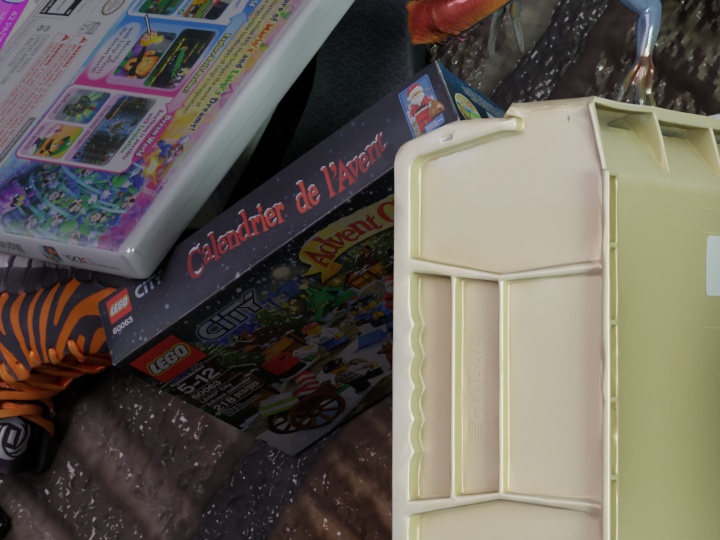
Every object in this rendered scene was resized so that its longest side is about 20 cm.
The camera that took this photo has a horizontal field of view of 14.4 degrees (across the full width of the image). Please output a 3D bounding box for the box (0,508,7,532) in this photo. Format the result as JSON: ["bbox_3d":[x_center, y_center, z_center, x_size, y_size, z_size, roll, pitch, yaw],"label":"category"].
[{"bbox_3d":[-0.301,0.063,1.451,0.050,0.198,0.200,-51,48,8],"label":"box"}]

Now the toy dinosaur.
[{"bbox_3d":[0.090,-0.151,1.255,0.105,0.181,0.201,5,95,34],"label":"toy dinosaur"}]

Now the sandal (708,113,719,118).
[{"bbox_3d":[0.112,0.015,1.256,0.202,0.050,0.083,-38,65,3],"label":"sandal"}]

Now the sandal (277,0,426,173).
[{"bbox_3d":[0.007,-0.076,1.387,0.076,0.043,0.201,-7,56,28],"label":"sandal"}]

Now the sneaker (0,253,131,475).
[{"bbox_3d":[-0.151,0.050,1.433,0.200,0.077,0.112,-1,73,49],"label":"sneaker"}]

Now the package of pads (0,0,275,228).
[{"bbox_3d":[-0.131,-0.090,1.446,0.199,0.068,0.155,-3,47,34],"label":"package of pads"}]

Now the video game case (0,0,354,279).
[{"bbox_3d":[-0.113,-0.085,1.353,0.182,0.024,0.200,10,54,41],"label":"video game case"}]

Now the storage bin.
[{"bbox_3d":[0.103,0.041,1.112,0.093,0.200,0.199,-2,87,34],"label":"storage bin"}]

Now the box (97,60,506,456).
[{"bbox_3d":[0.000,0.000,1.287,0.200,0.136,0.038,-35,52,21],"label":"box"}]
